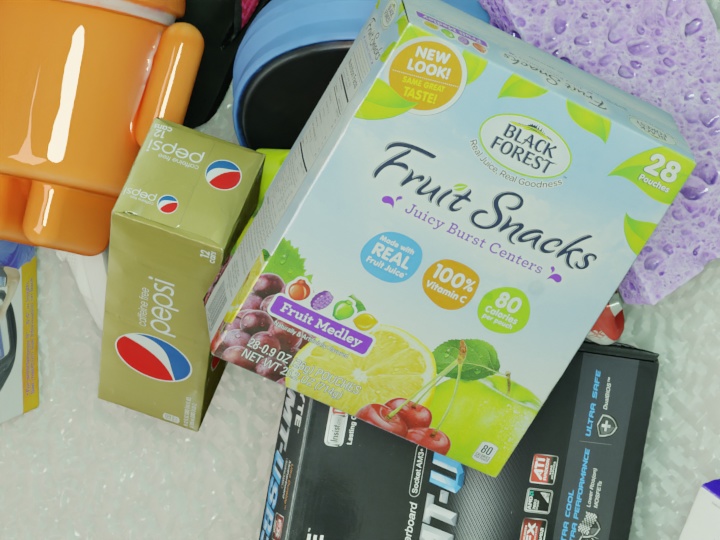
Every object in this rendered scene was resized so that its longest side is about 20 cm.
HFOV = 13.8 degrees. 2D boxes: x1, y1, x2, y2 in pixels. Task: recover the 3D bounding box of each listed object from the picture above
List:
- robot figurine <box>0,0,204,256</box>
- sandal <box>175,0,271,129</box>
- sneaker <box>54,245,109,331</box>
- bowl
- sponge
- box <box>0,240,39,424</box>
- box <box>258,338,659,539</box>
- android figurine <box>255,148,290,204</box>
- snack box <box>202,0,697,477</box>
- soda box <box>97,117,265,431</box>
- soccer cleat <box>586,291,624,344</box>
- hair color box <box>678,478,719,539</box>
[{"bbox_3d":[-0.163,-0.112,1.664,0.117,0.144,0.200,12,89,-20],"label":"robot figurine"},{"bbox_3d":[-0.082,-0.167,1.700,0.075,0.045,0.200,32,116,19],"label":"sandal"},{"bbox_3d":[-0.184,-0.047,1.775,0.115,0.074,0.200,-15,86,32],"label":"sneaker"},{"bbox_3d":[0.025,-0.077,1.603,0.200,0.039,0.201,12,145,8],"label":"bowl"},{"bbox_3d":[0.142,-0.095,1.546,0.030,0.112,0.200,-1,119,61],"label":"sponge"},{"bbox_3d":[-0.260,0.048,1.760,0.041,0.200,0.119,8,107,26],"label":"box"},{"bbox_3d":[0.048,0.126,1.597,0.050,0.198,0.200,-160,80,-67],"label":"box"},{"bbox_3d":[0.000,0.000,1.650,0.200,0.041,0.182,3,143,26],"label":"android figurine"},{"bbox_3d":[0.042,-0.019,1.478,0.169,0.068,0.200,24,110,-18],"label":"snack box"},{"bbox_3d":[-0.099,0.005,1.618,0.064,0.068,0.200,19,148,5],"label":"soda box"},{"bbox_3d":[0.061,-0.024,1.555,0.085,0.069,0.200,-33,121,23],"label":"soccer cleat"},{"bbox_3d":[0.207,0.224,1.626,0.109,0.065,0.200,36,117,35],"label":"hair color box"}]
